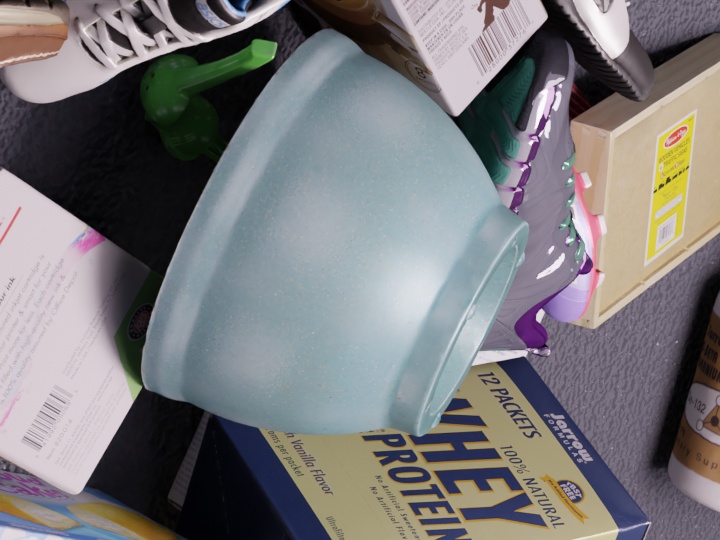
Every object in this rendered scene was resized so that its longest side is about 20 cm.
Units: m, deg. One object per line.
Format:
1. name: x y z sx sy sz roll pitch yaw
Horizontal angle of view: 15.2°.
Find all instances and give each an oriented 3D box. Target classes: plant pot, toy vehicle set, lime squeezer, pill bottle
1. plant pot: 0.000 0.000 1.325 0.201 0.134 0.200 -61 171 -17
2. toy vehicle set: 0.177 -0.057 1.615 0.200 0.026 0.125 -32 131 -53
3. lime squeezer: -0.073 -0.080 1.347 0.200 0.070 0.038 88 -1 -70
4. pill bottle: 0.280 0.058 1.758 0.114 0.114 0.201 1 109 -47

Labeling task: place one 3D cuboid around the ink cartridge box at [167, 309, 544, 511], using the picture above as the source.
1. ink cartridge box: 0.005 0.063 1.514 0.196 0.043 0.200 21 93 -47

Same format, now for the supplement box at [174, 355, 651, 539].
1. supplement box: 0.013 0.174 1.441 0.199 0.134 0.200 -9 135 -31

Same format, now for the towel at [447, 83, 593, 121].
1. towel: 0.063 -0.067 1.531 0.200 0.023 0.144 37 79 -51

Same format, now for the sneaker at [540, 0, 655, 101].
1. sneaker: 0.114 -0.175 1.388 0.088 0.074 0.200 -42 122 -8

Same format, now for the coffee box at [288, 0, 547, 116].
1. coffee box: -0.001 -0.182 1.328 0.080 0.113 0.200 -48 137 -15

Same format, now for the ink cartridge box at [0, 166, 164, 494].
1. ink cartridge box: -0.182 0.014 1.267 0.117 0.067 0.200 -60 141 -7

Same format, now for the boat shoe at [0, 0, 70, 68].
1. boat shoe: -0.223 -0.096 1.171 0.200 0.076 0.074 -5 119 -37

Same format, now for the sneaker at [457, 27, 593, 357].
1. sneaker: 0.092 -0.040 1.434 0.087 0.075 0.200 6 126 -20

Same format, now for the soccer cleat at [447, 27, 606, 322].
1. soccer cleat: 0.084 -0.060 1.485 0.076 0.067 0.201 -18 115 -19

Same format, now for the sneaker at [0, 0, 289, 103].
1. sneaker: -0.088 -0.129 1.226 0.200 0.073 0.072 -27 123 23

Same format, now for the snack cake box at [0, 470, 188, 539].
1. snack cake box: -0.171 0.142 1.310 0.200 0.115 0.067 18 96 -51
